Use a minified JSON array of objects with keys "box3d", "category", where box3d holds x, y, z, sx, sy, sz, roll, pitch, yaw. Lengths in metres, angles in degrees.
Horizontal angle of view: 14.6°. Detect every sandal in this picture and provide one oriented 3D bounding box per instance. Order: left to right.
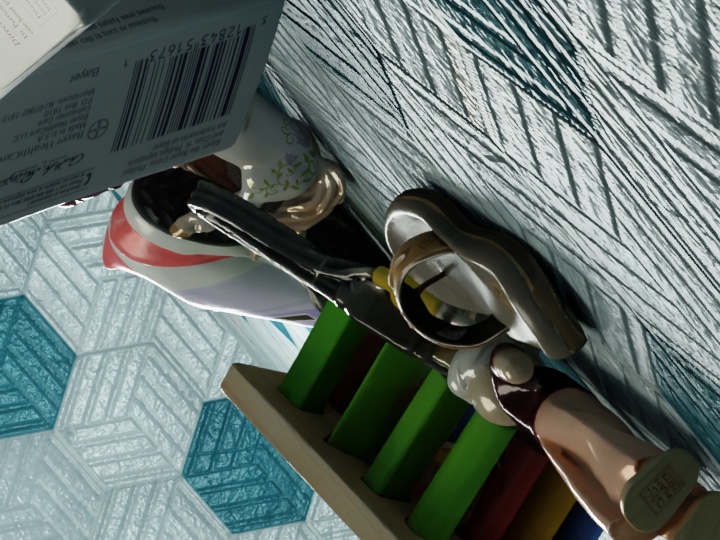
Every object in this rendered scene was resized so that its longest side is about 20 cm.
[{"box3d":[0.049,0.012,1.370,0.082,0.055,0.200,51,173,-23],"category":"sandal"}]

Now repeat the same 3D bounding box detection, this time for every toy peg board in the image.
[{"box3d":[0.059,0.098,1.643,0.199,0.098,0.200,14,-157,-47],"category":"toy peg board"}]

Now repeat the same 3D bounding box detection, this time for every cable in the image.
[{"box3d":[0.000,0.000,1.554,0.200,0.050,0.097,33,180,23],"category":"cable"}]

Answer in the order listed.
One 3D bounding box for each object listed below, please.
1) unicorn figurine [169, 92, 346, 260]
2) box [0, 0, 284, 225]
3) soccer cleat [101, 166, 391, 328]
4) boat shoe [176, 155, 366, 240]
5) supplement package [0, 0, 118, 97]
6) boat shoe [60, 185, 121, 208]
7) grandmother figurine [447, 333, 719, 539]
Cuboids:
[{"box3d":[-0.085,-0.083,1.587,0.200,0.137,0.074,26,-130,-40],"category":"unicorn figurine"},{"box3d":[-0.173,-0.133,1.340,0.200,0.183,0.105,46,136,26],"category":"box"},{"box3d":[-0.060,0.001,1.710,0.199,0.068,0.073,22,138,-17],"category":"soccer cleat"},{"box3d":[-0.053,-0.026,1.764,0.200,0.074,0.076,51,174,-14],"category":"boat shoe"},{"box3d":[-0.171,-0.160,1.058,0.191,0.147,0.200,50,139,-8],"category":"supplement package"},{"box3d":[-0.177,-0.128,1.712,0.070,0.070,0.201,34,-147,-41],"category":"boat shoe"},{"box3d":[0.102,0.077,1.387,0.121,0.061,0.200,55,170,-31],"category":"grandmother figurine"}]
